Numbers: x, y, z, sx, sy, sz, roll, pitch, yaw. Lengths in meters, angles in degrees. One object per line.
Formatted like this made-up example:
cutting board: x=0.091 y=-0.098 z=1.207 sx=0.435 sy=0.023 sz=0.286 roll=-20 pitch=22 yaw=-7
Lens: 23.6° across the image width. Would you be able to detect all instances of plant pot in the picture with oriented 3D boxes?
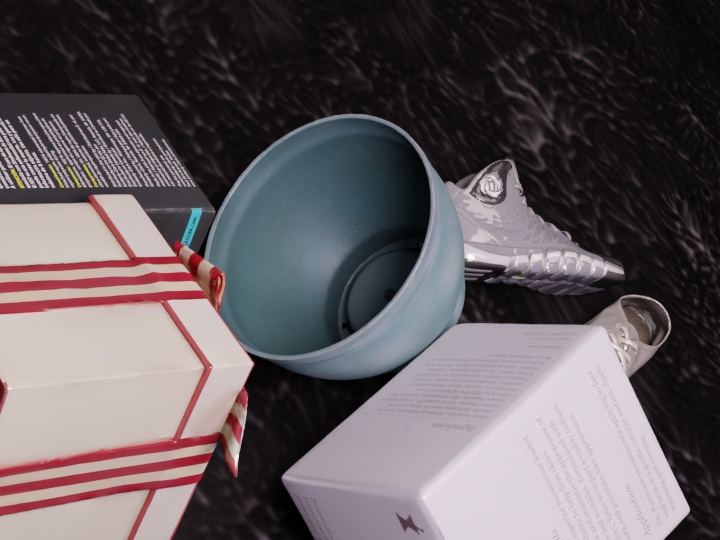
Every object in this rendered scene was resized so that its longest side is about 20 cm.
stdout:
plant pot: x=0.000 y=0.000 z=1.314 sx=0.134 sy=0.200 sz=0.201 roll=39 pitch=38 yaw=-49

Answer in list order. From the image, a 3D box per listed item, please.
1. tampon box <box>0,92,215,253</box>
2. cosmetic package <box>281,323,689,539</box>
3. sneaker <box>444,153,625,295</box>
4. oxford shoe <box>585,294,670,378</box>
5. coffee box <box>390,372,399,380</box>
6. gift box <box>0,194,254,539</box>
tampon box: x=-0.228 y=-0.023 z=1.140 sx=0.199 sy=0.150 sz=0.126 roll=-2 pitch=43 yaw=-40
cosmetic package: x=0.089 y=0.158 z=1.211 sx=0.200 sy=0.165 sz=0.165 roll=-38 pitch=111 yaw=-31
sneaker: x=0.151 y=-0.045 z=1.512 sx=0.199 sy=0.075 sz=0.116 roll=8 pitch=71 yaw=-34
oxford shoe: x=0.210 y=0.077 z=1.505 sx=0.075 sy=0.058 sz=0.200 roll=53 pitch=46 yaw=1
coffee box: x=0.106 y=0.147 z=1.383 sx=0.200 sy=0.044 sz=0.123 roll=32 pitch=47 yaw=-18
gift box: x=-0.177 y=0.082 z=1.024 sx=0.186 sy=0.185 sz=0.200 roll=-5 pitch=47 yaw=-41
